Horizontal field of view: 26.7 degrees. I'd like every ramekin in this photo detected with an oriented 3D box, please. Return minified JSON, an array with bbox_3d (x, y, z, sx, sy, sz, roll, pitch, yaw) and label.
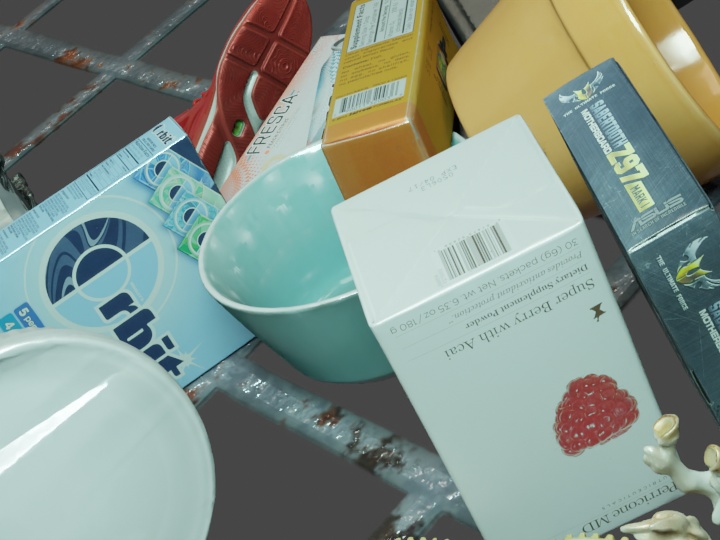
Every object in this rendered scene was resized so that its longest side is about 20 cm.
[{"bbox_3d":[-0.195,0.127,0.942,0.201,0.204,0.094,-36,23,-11],"label":"ramekin"}]

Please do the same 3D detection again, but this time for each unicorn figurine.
[{"bbox_3d":[0.234,0.090,0.753,0.199,0.137,0.074,-32,32,25],"label":"unicorn figurine"}]

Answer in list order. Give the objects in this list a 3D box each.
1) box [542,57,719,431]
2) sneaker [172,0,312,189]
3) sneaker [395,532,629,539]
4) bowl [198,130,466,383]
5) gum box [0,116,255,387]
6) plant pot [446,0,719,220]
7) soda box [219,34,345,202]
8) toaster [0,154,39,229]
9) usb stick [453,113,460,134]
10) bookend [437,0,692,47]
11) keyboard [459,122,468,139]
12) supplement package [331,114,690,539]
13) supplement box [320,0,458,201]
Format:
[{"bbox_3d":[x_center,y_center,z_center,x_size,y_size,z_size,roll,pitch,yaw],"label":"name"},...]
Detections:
[{"bbox_3d":[0.177,0.005,0.818,0.051,0.201,0.158,-29,33,8],"label":"box"},{"bbox_3d":[-0.119,-0.150,1.285,0.115,0.078,0.202,22,86,54],"label":"sneaker"},{"bbox_3d":[0.084,0.190,0.774,0.198,0.075,0.091,-9,47,37],"label":"sneaker"},{"bbox_3d":[0.000,0.000,1.027,0.198,0.106,0.202,-16,34,11],"label":"bowl"},{"bbox_3d":[-0.172,0.017,1.077,0.199,0.171,0.045,-35,34,-8],"label":"gum box"},{"bbox_3d":[0.150,-0.123,1.023,0.139,0.200,0.201,-33,31,21],"label":"plant pot"},{"bbox_3d":[-0.037,-0.102,1.216,0.068,0.064,0.201,1,49,37],"label":"soda box"},{"bbox_3d":[-0.323,-0.014,1.276,0.128,0.114,0.200,-35,37,-5],"label":"toaster"},{"bbox_3d":[0.052,-0.137,1.202,0.033,0.055,0.201,-46,29,32],"label":"usb stick"},{"bbox_3d":[0.127,-0.254,1.175,0.197,0.092,0.201,-30,63,7],"label":"bookend"},{"bbox_3d":[0.070,-0.116,1.218,0.198,0.011,0.057,5,52,40],"label":"keyboard"},{"bbox_3d":[0.084,0.044,0.833,0.120,0.201,0.120,-26,34,4],"label":"supplement package"},{"bbox_3d":[0.024,-0.119,1.024,0.068,0.067,0.201,-14,33,19],"label":"supplement box"}]
